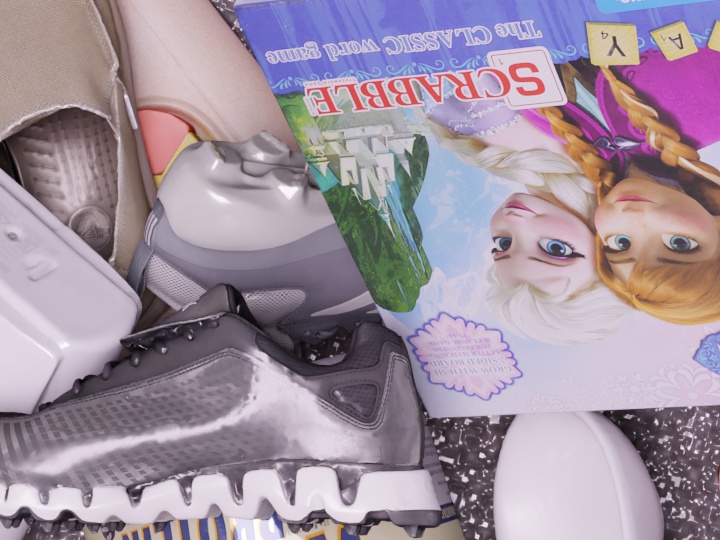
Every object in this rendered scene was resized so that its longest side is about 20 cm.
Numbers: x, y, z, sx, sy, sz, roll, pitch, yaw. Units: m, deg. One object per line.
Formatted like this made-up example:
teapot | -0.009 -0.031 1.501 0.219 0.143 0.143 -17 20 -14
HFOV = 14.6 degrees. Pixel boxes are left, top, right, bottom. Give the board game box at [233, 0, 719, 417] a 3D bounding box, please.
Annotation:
board game box | 0.083 -0.035 0.983 0.200 0.041 0.200 -5 129 29

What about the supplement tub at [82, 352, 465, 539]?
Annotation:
supplement tub | -0.021 0.144 1.107 0.145 0.145 0.200 -18 85 1

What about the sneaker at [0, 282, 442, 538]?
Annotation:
sneaker | -0.070 0.050 1.014 0.200 0.066 0.091 0 85 5

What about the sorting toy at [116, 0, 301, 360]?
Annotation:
sorting toy | -0.139 -0.049 1.182 0.200 0.036 0.185 -38 85 -1

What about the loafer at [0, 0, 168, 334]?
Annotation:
loafer | -0.126 -0.069 1.132 0.076 0.068 0.200 -22 87 3

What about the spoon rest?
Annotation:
spoon rest | 0.108 0.124 1.097 0.061 0.200 0.099 -6 121 -34

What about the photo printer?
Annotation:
photo printer | -0.190 0.041 1.118 0.166 0.069 0.200 41 128 12

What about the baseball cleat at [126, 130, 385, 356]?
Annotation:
baseball cleat | 0.000 0.000 1.146 0.200 0.070 0.107 13 121 -25
